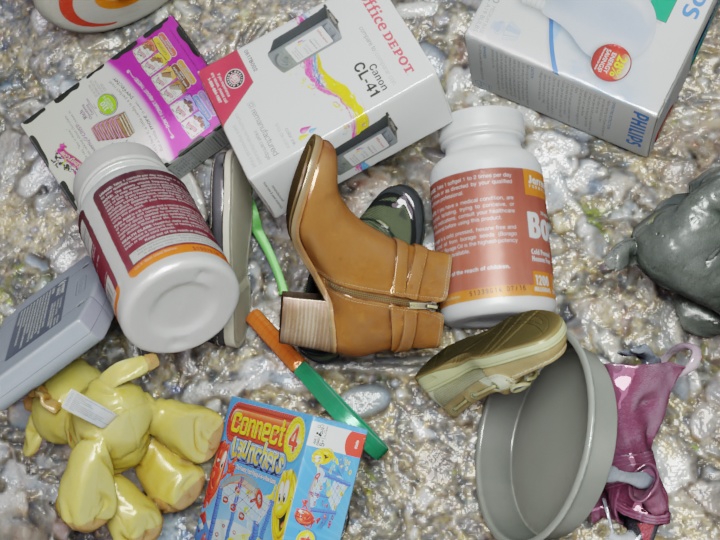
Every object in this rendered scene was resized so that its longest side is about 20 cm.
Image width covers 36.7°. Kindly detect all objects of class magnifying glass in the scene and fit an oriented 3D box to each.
[{"bbox_3d":[-0.044,0.110,1.072,0.022,0.080,0.200,-46,66,-3],"label":"magnifying glass"}]

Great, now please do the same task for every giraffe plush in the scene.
[{"bbox_3d":[-0.257,0.151,1.054,0.162,0.201,0.173,19,57,46],"label":"giraffe plush"}]

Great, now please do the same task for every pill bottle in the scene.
[{"bbox_3d":[0.125,-0.050,1.049,0.111,0.112,0.201,-5,79,8],"label":"pill bottle"},{"bbox_3d":[-0.201,-0.027,1.031,0.114,0.114,0.200,-35,50,1],"label":"pill bottle"}]

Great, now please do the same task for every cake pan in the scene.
[{"bbox_3d":[0.165,0.151,0.976,0.037,0.200,0.202,15,81,-19],"label":"cake pan"}]

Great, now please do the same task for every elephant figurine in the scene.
[{"bbox_3d":[0.354,0.011,1.001,0.155,0.141,0.200,-35,92,30],"label":"elephant figurine"}]

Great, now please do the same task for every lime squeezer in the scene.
[{"bbox_3d":[-0.088,-0.079,1.127,0.070,0.038,0.201,10,80,11],"label":"lime squeezer"}]

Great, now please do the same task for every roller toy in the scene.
[{"bbox_3d":[-0.270,-0.343,1.133,0.182,0.200,0.140,-32,77,15],"label":"roller toy"}]

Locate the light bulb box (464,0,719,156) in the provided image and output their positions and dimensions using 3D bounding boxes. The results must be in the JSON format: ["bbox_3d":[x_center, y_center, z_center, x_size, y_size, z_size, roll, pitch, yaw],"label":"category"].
[{"bbox_3d":[0.235,-0.251,1.063,0.199,0.125,0.199,25,84,14],"label":"light bulb box"}]

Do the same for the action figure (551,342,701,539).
[{"bbox_3d":[0.246,0.179,1.007,0.148,0.134,0.201,-7,76,-21],"label":"action figure"}]

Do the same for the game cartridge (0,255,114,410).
[{"bbox_3d":[-0.299,0.052,1.066,0.133,0.200,0.042,-32,111,0],"label":"game cartridge"}]

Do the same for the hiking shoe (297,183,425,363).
[{"bbox_3d":[0.000,0.000,1.065,0.075,0.101,0.201,30,85,12],"label":"hiking shoe"}]

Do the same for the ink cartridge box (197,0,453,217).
[{"bbox_3d":[-0.035,-0.167,1.040,0.199,0.086,0.148,-30,61,3],"label":"ink cartridge box"}]

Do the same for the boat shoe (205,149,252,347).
[{"bbox_3d":[-0.147,-0.022,1.085,0.062,0.073,0.201,5,105,13],"label":"boat shoe"}]

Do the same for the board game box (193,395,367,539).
[{"bbox_3d":[-0.084,0.224,0.990,0.056,0.200,0.197,18,80,-26],"label":"board game box"}]

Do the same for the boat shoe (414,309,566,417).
[{"bbox_3d":[0.126,0.091,0.990,0.073,0.200,0.063,-40,96,-37],"label":"boat shoe"}]

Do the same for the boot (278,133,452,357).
[{"bbox_3d":[0.009,-0.020,0.982,0.154,0.074,0.201,3,108,-8],"label":"boot"}]

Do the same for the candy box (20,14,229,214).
[{"bbox_3d":[-0.237,-0.153,1.151,0.199,0.061,0.137,-35,78,0],"label":"candy box"}]

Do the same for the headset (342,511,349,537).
[{"bbox_3d":[0.005,0.311,1.009,0.123,0.094,0.201,-26,85,3],"label":"headset"}]
